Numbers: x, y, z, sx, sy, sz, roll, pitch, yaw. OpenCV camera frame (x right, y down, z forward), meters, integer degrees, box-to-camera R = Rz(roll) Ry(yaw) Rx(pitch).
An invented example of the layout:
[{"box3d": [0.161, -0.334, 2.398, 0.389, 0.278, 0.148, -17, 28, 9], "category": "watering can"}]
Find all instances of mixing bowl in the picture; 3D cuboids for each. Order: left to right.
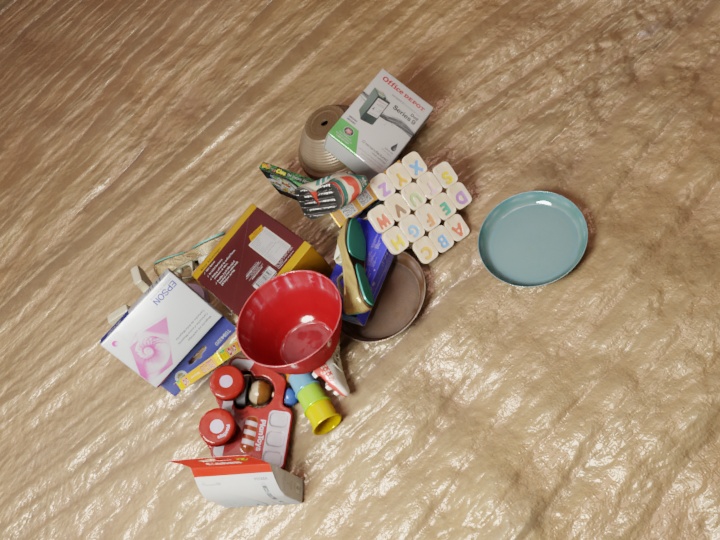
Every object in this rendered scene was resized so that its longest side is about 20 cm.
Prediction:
[{"box3d": [-0.112, 0.112, 1.162, 0.198, 0.109, 0.202, -11, 50, 13], "category": "mixing bowl"}]

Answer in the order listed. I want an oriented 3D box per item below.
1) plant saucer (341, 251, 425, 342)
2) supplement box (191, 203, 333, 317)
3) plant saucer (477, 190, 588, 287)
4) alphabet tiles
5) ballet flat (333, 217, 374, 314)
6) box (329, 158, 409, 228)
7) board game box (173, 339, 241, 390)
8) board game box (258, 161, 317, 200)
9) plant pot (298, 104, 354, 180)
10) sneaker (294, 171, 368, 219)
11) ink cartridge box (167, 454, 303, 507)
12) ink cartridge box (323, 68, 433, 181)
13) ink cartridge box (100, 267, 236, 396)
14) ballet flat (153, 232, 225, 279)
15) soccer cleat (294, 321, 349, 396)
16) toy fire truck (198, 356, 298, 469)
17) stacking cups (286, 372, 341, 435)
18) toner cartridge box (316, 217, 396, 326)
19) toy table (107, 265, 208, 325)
[{"box3d": [0.037, 0.051, 1.250, 0.198, 0.035, 0.202, -12, 58, 19], "category": "plant saucer"}, {"box3d": [-0.197, 0.010, 1.317, 0.199, 0.133, 0.198, 34, 81, 34], "category": "supplement box"}, {"box3d": [0.317, -0.055, 1.184, 0.198, 0.027, 0.202, -11, 60, 20], "category": "plant saucer"}, {"box3d": [0.116, -0.123, 1.239, 0.199, 0.015, 0.197, -34, 91, -13], "category": "alphabet tiles"}, {"box3d": [-0.022, -0.009, 1.199, 0.063, 0.068, 0.202, -25, 54, 25], "category": "ballet flat"}, {"box3d": [0.031, -0.155, 1.312, 0.199, 0.119, 0.042, -35, 86, 3], "category": "box"}, {"box3d": [-0.287, 0.180, 1.252, 0.199, 0.095, 0.030, -31, 92, 43], "category": "board game box"}, {"box3d": [-0.126, -0.177, 1.404, 0.199, 0.105, 0.024, 24, 71, 32], "category": "board game box"}, {"box3d": [-0.063, -0.306, 1.453, 0.198, 0.093, 0.203, -10, 61, 19], "category": "plant pot"}, {"box3d": [-0.055, -0.152, 1.260, 0.093, 0.071, 0.199, -27, 13, -26], "category": "sneaker"}, {"box3d": [-0.209, 0.362, 1.092, 0.158, 0.200, 0.048, -10, 59, 20], "category": "ink cartridge box"}, {"box3d": [0.038, -0.304, 1.362, 0.145, 0.084, 0.201, 37, 74, 0], "category": "ink cartridge box"}, {"box3d": [-0.382, 0.133, 1.299, 0.197, 0.200, 0.043, -48, 24, -6], "category": "ink cartridge box"}, {"box3d": [-0.380, -0.022, 1.471, 0.198, 0.070, 0.066, -23, 83, 14], "category": "ballet flat"}, {"box3d": [-0.065, 0.153, 1.223, 0.085, 0.069, 0.200, -40, 51, 1], "category": "soccer cleat"}, {"box3d": [-0.205, 0.270, 1.211, 0.166, 0.112, 0.202, 9, 63, -1], "category": "toy fire truck"}, {"box3d": [-0.106, 0.213, 1.211, 0.060, 0.061, 0.201, -37, 55, 2], "category": "stacking cups"}, {"box3d": [0.000, 0.000, 1.248, 0.094, 0.043, 0.202, 14, 69, 31], "category": "toner cartridge box"}, {"box3d": [-0.444, 0.085, 1.400, 0.200, 0.117, 0.184, -42, 55, -3], "category": "toy table"}]
